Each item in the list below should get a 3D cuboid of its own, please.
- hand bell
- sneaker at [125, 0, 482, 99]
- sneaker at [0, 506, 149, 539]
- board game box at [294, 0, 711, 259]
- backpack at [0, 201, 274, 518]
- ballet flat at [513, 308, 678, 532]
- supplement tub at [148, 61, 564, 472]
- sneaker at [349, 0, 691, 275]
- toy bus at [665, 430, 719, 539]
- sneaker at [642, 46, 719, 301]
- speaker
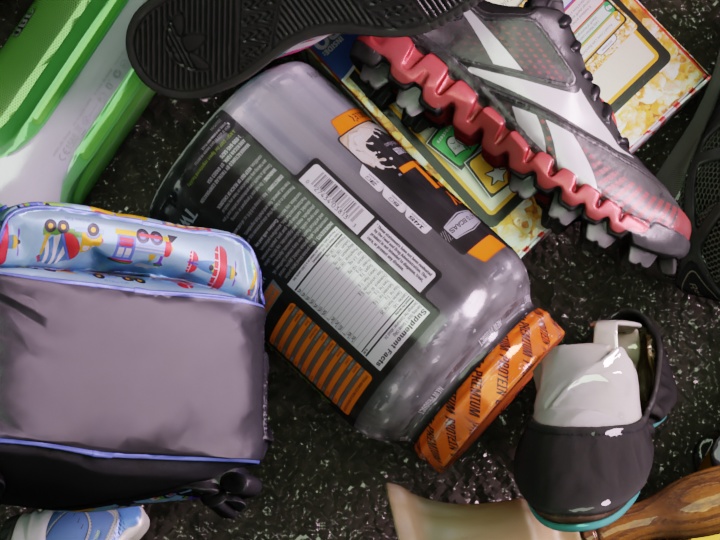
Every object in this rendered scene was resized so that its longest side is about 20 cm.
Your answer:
[{"bbox_3d":[0.119,0.129,1.033,0.198,0.104,0.105,-16,84,-1],"label":"hand bell"},{"bbox_3d":[-0.011,-0.151,1.029,0.198,0.121,0.084,-15,113,19],"label":"sneaker"},{"bbox_3d":[-0.121,0.213,1.062,0.076,0.076,0.202,-18,86,1],"label":"sneaker"},{"bbox_3d":[0.064,-0.121,1.118,0.151,0.046,0.200,-42,86,-5],"label":"board game box"},{"bbox_3d":[-0.157,0.051,1.016,0.181,0.199,0.136,8,78,-31],"label":"backpack"},{"bbox_3d":[0.114,0.063,1.025,0.067,0.200,0.069,-2,103,15],"label":"ballet flat"},{"bbox_3d":[0.000,0.000,1.060,0.200,0.123,0.123,43,85,7],"label":"supplement tub"},{"bbox_3d":[0.095,-0.082,1.054,0.200,0.071,0.098,37,86,4],"label":"sneaker"},{"bbox_3d":[0.233,0.079,1.087,0.078,0.065,0.201,34,84,3],"label":"toy bus"},{"bbox_3d":[0.225,-0.071,1.068,0.076,0.114,0.201,25,93,-42],"label":"sneaker"},{"bbox_3d":[-0.146,-0.106,1.094,0.088,0.088,0.201,33,84,3],"label":"speaker"}]
